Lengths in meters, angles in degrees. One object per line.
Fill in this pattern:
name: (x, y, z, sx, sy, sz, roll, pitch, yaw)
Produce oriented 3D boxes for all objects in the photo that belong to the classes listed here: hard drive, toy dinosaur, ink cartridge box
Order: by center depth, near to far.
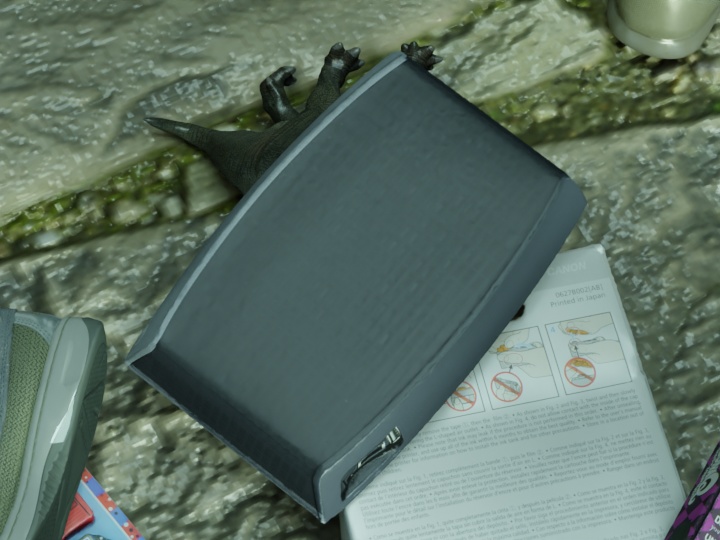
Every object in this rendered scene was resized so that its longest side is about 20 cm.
hard drive: (0.000, 0.000, 1.036, 0.135, 0.042, 0.200, 38, 74, 10)
ink cartridge box: (0.065, 0.098, 1.056, 0.161, 0.050, 0.200, -10, 64, -12)
toy dinosaur: (-0.009, -0.056, 1.104, 0.200, 0.077, 0.102, 12, 56, -5)

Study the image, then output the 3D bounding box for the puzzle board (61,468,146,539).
puzzle board: (-0.179, 0.138, 1.018, 0.151, 0.017, 0.200, -36, 73, -22)

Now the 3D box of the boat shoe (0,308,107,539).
boat shoe: (-0.165, 0.105, 0.990, 0.065, 0.074, 0.202, 12, 59, 5)

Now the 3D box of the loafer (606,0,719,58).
loafer: (0.193, -0.203, 1.207, 0.076, 0.068, 0.200, 22, 63, 3)

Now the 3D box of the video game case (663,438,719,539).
video game case: (0.212, 0.183, 1.007, 0.200, 0.036, 0.181, 38, 64, -8)
